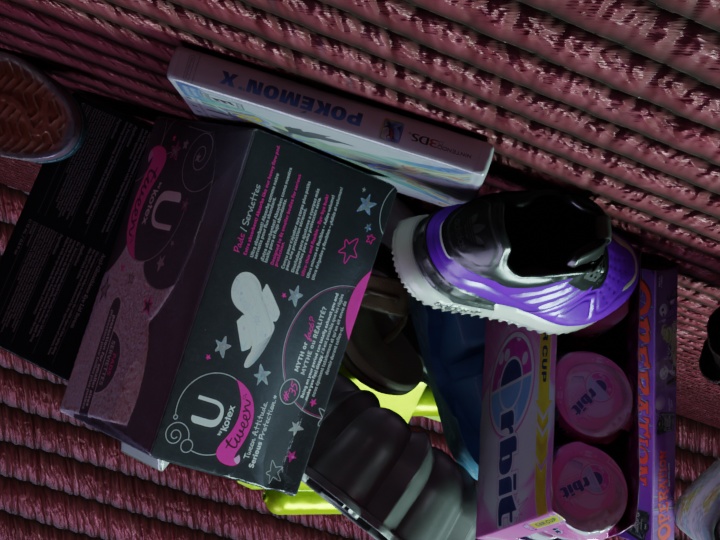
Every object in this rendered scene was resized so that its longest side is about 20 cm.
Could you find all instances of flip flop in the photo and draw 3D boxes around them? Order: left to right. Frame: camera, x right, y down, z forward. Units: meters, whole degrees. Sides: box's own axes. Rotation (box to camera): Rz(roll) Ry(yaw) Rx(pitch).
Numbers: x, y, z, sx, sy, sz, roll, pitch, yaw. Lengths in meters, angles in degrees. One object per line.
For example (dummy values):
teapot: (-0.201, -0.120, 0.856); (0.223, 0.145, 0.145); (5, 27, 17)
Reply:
flip flop: (0.000, 0.000, 1.197); (0.057, 0.201, 0.081); (-17, -161, 21)

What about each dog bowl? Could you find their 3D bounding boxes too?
dog bowl: (0.098, 0.065, 1.238); (0.111, 0.201, 0.050); (-11, 167, -24)

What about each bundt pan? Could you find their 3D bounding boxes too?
bundt pan: (0.006, 0.138, 1.219); (0.202, 0.076, 0.202); (37, 171, 7)

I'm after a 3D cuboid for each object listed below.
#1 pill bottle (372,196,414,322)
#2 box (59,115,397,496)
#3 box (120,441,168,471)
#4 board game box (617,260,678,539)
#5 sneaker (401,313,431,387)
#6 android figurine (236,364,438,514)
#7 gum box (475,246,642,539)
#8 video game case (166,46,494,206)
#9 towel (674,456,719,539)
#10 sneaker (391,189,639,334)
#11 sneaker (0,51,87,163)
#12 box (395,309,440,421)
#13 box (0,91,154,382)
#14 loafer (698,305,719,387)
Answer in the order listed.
pill bottle: (-0.013, -0.002, 1.366); (0.115, 0.116, 0.200); (18, 174, -3)
box: (-0.086, 0.018, 1.057); (0.115, 0.201, 0.132); (22, 175, -35)
box: (-0.116, 0.024, 1.239); (0.041, 0.156, 0.200); (24, 136, 16)
board game box: (0.178, 0.089, 1.242); (0.032, 0.201, 0.120); (-9, -168, -39)
sneaker: (0.099, 0.096, 1.326); (0.200, 0.081, 0.086); (27, 137, -29)
android figurine: (-0.025, 0.121, 1.345); (0.199, 0.182, 0.041); (4, -142, -30)
gum box: (0.133, 0.089, 1.153); (0.066, 0.201, 0.113); (10, 160, -18)
video game case: (-0.015, -0.078, 1.018); (0.182, 0.022, 0.200); (18, 176, 2)
towel: (0.300, 0.116, 1.159); (0.048, 0.200, 0.171); (48, 180, 7)
sneaker: (0.122, -0.009, 1.038); (0.200, 0.070, 0.099); (3, 160, -43)
sneaker: (-0.264, -0.123, 1.244); (0.200, 0.072, 0.080); (22, -177, 30)
box: (0.099, 0.053, 1.375); (0.122, 0.048, 0.200); (19, 139, -21)
box: (-0.185, -0.013, 1.297); (0.141, 0.201, 0.079); (24, 180, 26)
loafer: (0.264, 0.040, 1.145); (0.071, 0.073, 0.200); (23, 168, -4)
